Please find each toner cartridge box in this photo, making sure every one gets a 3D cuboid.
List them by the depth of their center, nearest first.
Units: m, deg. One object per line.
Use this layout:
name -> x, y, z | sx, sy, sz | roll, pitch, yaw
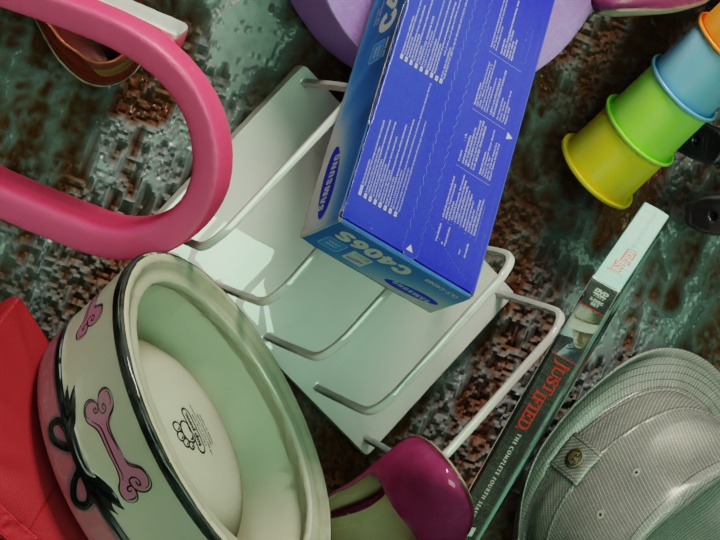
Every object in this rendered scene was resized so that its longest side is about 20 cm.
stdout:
toner cartridge box -> 0.040, -0.088, 1.212 | 0.095, 0.043, 0.201 | 29, 63, -24

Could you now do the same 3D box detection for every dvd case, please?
dvd case -> 0.114, 0.065, 1.284 | 0.022, 0.146, 0.201 | 30, 115, 8

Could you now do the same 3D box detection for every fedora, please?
fedora -> 0.191, 0.155, 1.366 | 0.200, 0.090, 0.177 | -42, 121, -12

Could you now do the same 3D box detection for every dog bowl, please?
dog bowl -> -0.098, 0.094, 1.184 | 0.073, 0.200, 0.201 | -27, 106, 18

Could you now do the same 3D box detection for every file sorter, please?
file sorter -> 0.000, 0.000, 1.283 | 0.139, 0.124, 0.200 | -47, 107, -9

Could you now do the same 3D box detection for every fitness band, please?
fitness band -> -0.162, -0.086, 1.206 | 0.199, 0.037, 0.145 | 22, 116, 13

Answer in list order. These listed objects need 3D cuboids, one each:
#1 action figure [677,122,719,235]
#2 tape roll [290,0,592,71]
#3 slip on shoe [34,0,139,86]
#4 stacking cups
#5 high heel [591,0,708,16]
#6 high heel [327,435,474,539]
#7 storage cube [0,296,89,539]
action figure -> 0.294, -0.065, 1.405 | 0.199, 0.069, 0.131 | -3, 90, -33
tape roll -> 0.050, -0.207, 1.297 | 0.198, 0.066, 0.202 | -4, 100, -24
slip on shoe -> -0.185, -0.193, 1.230 | 0.074, 0.061, 0.201 | -35, 101, -9
stacking cups -> 0.211, -0.120, 1.320 | 0.060, 0.061, 0.200 | 38, 119, -18
high heel -> 0.196, -0.214, 1.322 | 0.199, 0.067, 0.097 | -25, 113, -42
high heel -> -0.001, 0.152, 1.238 | 0.096, 0.200, 0.068 | -30, 81, -21
storage cube -> -0.231, 0.152, 1.162 | 0.199, 0.180, 0.172 | -27, 107, 24
